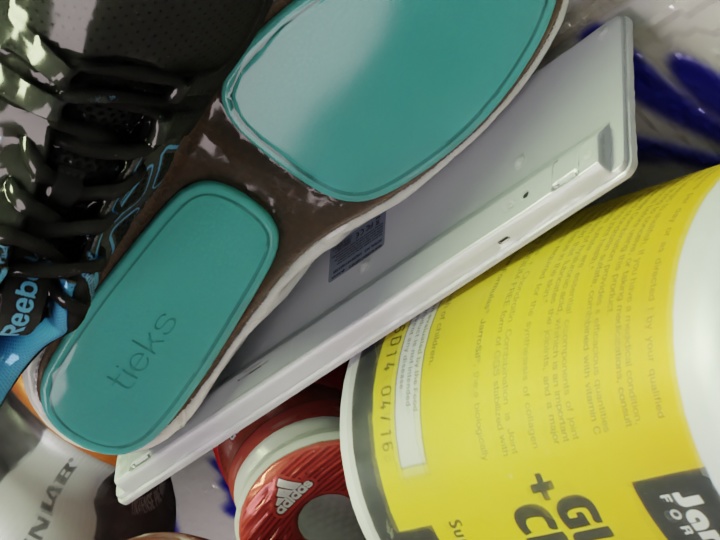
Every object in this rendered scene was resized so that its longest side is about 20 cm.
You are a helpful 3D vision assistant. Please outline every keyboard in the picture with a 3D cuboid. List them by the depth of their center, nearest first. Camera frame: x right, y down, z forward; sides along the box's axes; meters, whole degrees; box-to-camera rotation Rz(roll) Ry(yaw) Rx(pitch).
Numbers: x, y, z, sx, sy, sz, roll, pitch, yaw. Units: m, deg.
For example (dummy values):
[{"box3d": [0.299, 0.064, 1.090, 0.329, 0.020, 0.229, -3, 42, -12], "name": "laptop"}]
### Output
[{"box3d": [0.000, 0.000, 0.789, 0.011, 0.056, 0.200, 37, 129, -25], "name": "keyboard"}]

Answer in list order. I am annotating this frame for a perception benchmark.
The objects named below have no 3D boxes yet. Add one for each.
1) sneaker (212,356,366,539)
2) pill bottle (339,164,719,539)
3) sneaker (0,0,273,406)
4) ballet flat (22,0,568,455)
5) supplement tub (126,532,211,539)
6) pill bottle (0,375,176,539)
[{"box3d": [0.024, 0.068, 0.889, 0.200, 0.078, 0.116, 43, -166, -41], "name": "sneaker"}, {"box3d": [0.095, 0.031, 0.737, 0.200, 0.112, 0.112, -19, 115, 49], "name": "pill bottle"}, {"box3d": [-0.072, -0.029, 0.731, 0.073, 0.082, 0.200, 14, 136, -25], "name": "sneaker"}, {"box3d": [-0.022, -0.034, 0.790, 0.069, 0.069, 0.200, 41, 110, -3], "name": "ballet flat"}, {"box3d": [-0.033, 0.144, 0.899, 0.107, 0.107, 0.200, -5, 158, 43], "name": "supplement tub"}, {"box3d": [-0.131, 0.094, 0.953, 0.106, 0.106, 0.200, 39, 112, 0], "name": "pill bottle"}]
